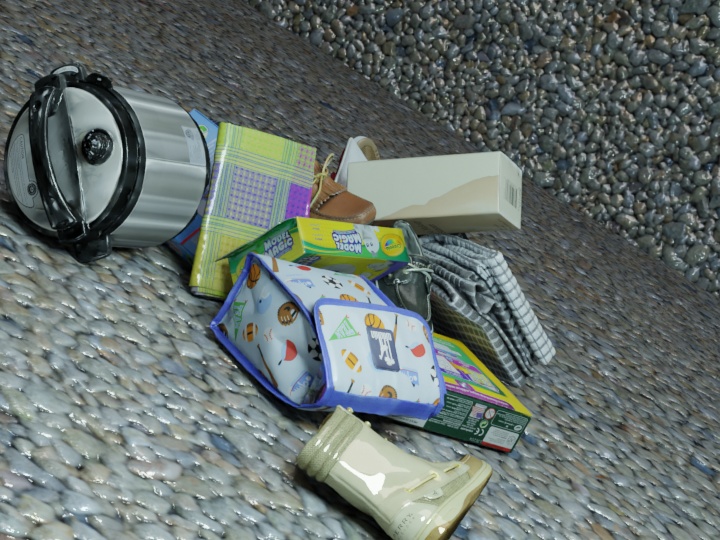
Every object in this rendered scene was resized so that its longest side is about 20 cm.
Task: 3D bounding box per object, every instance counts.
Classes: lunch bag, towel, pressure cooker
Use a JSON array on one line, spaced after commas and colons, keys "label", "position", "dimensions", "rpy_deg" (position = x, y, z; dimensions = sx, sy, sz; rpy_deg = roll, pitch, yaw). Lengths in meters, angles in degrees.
[{"label": "lunch bag", "position": [-0.024, 0.077, 1.511], "dimensions": [0.170, 0.124, 0.200], "rpy_deg": [11, 24, -41]}, {"label": "towel", "position": [-0.120, -0.055, 1.674], "dimensions": [0.143, 0.201, 0.023], "rpy_deg": [13, -7, -39]}, {"label": "towel", "position": [0.135, 0.050, 1.830], "dimensions": [0.166, 0.085, 0.200], "rpy_deg": [59, -14, -23]}, {"label": "pressure cooker", "position": [-0.276, -0.115, 1.575], "dimensions": [0.176, 0.179, 0.200], "rpy_deg": [38, 16, 22]}]

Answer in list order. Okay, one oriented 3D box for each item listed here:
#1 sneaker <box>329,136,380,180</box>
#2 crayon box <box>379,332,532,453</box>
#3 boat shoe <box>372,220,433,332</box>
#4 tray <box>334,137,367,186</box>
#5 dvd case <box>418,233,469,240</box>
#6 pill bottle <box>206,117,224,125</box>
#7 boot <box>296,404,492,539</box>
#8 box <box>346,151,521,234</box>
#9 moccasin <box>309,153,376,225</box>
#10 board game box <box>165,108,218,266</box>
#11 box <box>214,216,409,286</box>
[{"label": "sneaker", "position": [-0.034, -0.100, 2.009], "dimensions": [0.071, 0.201, 0.112], "rpy_deg": [-18, 36, -37]}, {"label": "crayon box", "position": [0.070, 0.120, 1.683], "dimensions": [0.200, 0.058, 0.173], "rpy_deg": [20, 16, -36]}, {"label": "boat shoe", "position": [0.048, 0.008, 1.717], "dimensions": [0.072, 0.071, 0.200], "rpy_deg": [22, 27, -28]}, {"label": "tray", "position": [0.018, -0.065, 1.929], "dimensions": [0.200, 0.022, 0.108], "rpy_deg": [55, 32, -31]}, {"label": "dvd case", "position": [0.074, -0.057, 2.051], "dimensions": [0.200, 0.025, 0.150], "rpy_deg": [25, -18, 38]}, {"label": "pill bottle", "position": [-0.184, -0.136, 1.941], "dimensions": [0.199, 0.112, 0.111], "rpy_deg": [19, 12, 11]}, {"label": "boot", "position": [0.032, 0.180, 1.364], "dimensions": [0.155, 0.073, 0.200], "rpy_deg": [35, 20, 10]}, {"label": "box", "position": [0.089, -0.091, 1.818], "dimensions": [0.199, 0.078, 0.095], "rpy_deg": [-3, -13, 24]}, {"label": "moccasin", "position": [-0.065, -0.103, 1.795], "dimensions": [0.074, 0.078, 0.201], "rpy_deg": [-28, 44, -36]}, {"label": "board game box", "position": [-0.188, -0.094, 1.765], "dimensions": [0.200, 0.151, 0.037], "rpy_deg": [38, -24, 30]}, {"label": "box", "position": [-0.053, -0.013, 1.633], "dimensions": [0.200, 0.117, 0.049], "rpy_deg": [7, 63, -47]}]
